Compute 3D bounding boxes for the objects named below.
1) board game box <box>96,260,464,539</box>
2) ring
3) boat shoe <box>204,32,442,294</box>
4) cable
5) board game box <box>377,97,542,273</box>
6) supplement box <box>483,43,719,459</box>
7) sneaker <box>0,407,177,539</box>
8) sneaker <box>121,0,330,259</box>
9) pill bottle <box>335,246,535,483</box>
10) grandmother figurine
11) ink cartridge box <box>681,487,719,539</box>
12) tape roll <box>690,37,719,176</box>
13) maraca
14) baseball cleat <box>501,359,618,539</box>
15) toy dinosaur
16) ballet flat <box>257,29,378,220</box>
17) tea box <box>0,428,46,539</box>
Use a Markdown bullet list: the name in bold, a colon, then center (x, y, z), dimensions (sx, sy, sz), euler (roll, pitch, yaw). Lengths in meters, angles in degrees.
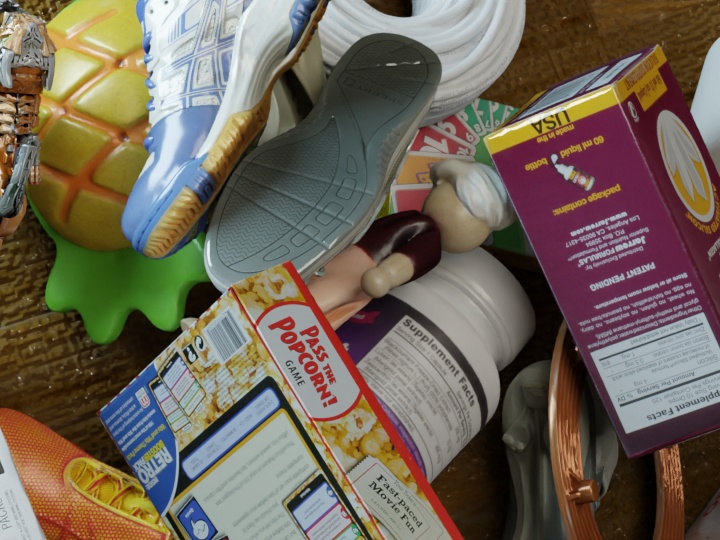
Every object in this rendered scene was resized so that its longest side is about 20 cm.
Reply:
- **board game box**: center (-0.036, 0.118, 1.352), dimensions (0.046, 0.151, 0.200), euler (-24, 78, -42)
- **ring**: center (0.156, 0.110, 1.535), dimensions (0.200, 0.019, 0.201), euler (35, 50, -56)
- **boat shoe**: center (-0.019, -0.047, 1.430), dimensions (0.074, 0.065, 0.202), euler (23, 51, 12)
- **cable**: center (0.005, -0.180, 1.579), dimensions (0.200, 0.069, 0.200), euler (8, 63, -26)
- **board game box**: center (0.108, -0.048, 1.627), dimensions (0.200, 0.030, 0.096), euler (14, 69, -22)
- **supplement box**: center (0.159, -0.012, 1.483), dimensions (0.200, 0.086, 0.110), euler (65, 26, -7)
- **sneaker**: center (-0.125, 0.135, 1.435), dimensions (0.200, 0.077, 0.073), euler (39, 35, -14)
- **sneaker**: center (-0.088, -0.104, 1.407), dimensions (0.088, 0.075, 0.200), euler (26, 77, 4)
- **pill bottle**: center (0.008, 0.074, 1.498), dimensions (0.111, 0.111, 0.200), euler (48, 62, -4)
- **grandmother figurine**: center (0.000, 0.000, 1.456), dimensions (0.200, 0.121, 0.061), euler (-30, 117, -16)
- **ink cartridge box**: center (0.297, 0.119, 1.561), dimensions (0.084, 0.200, 0.146), euler (44, 63, -3)
- **tape roll**: center (0.289, -0.046, 1.605), dimensions (0.203, 0.203, 0.139), euler (25, 66, -15)
- **maraca**: center (-0.134, -0.060, 1.473), dimensions (0.107, 0.137, 0.200), euler (9, 72, -56)
- **baseball cleat**: center (0.120, 0.151, 1.548), dimensions (0.106, 0.070, 0.200), euler (-4, 101, -62)
- **toy dinosaur**: center (-0.220, -0.054, 1.410), dimensions (0.102, 0.136, 0.200), euler (26, 103, -45)
- **ballet flat**: center (-0.040, -0.066, 1.501), dimensions (0.069, 0.069, 0.200), euler (-35, 122, -28)
- **tea box**: center (-0.291, 0.104, 1.347), dimensions (0.197, 0.134, 0.200), euler (-20, 84, -26)
